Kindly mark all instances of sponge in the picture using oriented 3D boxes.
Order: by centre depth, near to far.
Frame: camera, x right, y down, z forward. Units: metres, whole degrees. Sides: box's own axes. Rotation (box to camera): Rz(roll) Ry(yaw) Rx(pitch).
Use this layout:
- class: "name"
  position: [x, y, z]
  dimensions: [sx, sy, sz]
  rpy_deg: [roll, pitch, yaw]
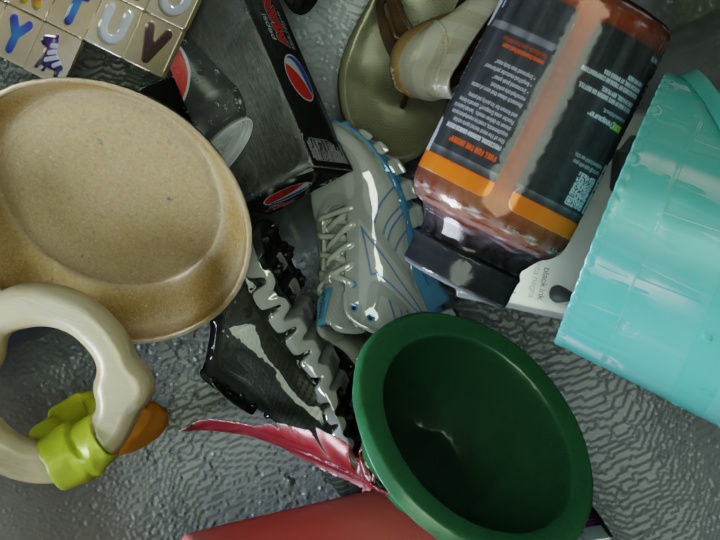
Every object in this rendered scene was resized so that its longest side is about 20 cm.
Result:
- class: "sponge"
  position: [-0.209, -0.037, 1.519]
  dimensions: [0.199, 0.030, 0.112]
  rpy_deg: [12, 117, 0]

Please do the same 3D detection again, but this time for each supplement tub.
- class: "supplement tub"
  position: [0.101, -0.080, 1.428]
  dimensions: [0.107, 0.107, 0.200]
  rpy_deg: [27, 93, -2]

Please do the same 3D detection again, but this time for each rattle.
- class: "rattle"
  position: [-0.217, 0.042, 1.498]
  dimensions: [0.200, 0.143, 0.130]
  rpy_deg: [32, 117, 7]

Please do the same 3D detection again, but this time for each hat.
- class: "hat"
  position: [0.025, 0.135, 1.469]
  dimensions: [0.165, 0.176, 0.200]
  rpy_deg: [-2, 58, -37]

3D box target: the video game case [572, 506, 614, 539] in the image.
- class: "video game case"
  position: [0.148, 0.253, 1.497]
  dimensions: [0.036, 0.181, 0.201]
  rpy_deg: [-8, 95, -2]

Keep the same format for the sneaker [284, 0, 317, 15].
- class: "sneaker"
  position: [0.028, -0.224, 1.497]
  dimensions: [0.200, 0.075, 0.079]
  rpy_deg: [-16, 77, 24]

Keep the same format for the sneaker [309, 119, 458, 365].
- class: "sneaker"
  position: [0.000, 0.000, 1.515]
  dimensions: [0.087, 0.075, 0.200]
  rpy_deg: [-26, 93, -39]

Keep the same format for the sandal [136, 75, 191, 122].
- class: "sandal"
  position: [-0.171, -0.068, 1.538]
  dimensions: [0.200, 0.045, 0.075]
  rpy_deg: [-24, 94, 1]

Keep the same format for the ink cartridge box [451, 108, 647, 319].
- class: "ink cartridge box"
  position: [0.171, -0.033, 1.525]
  dimensions: [0.199, 0.083, 0.147]
  rpy_deg: [12, 93, -2]

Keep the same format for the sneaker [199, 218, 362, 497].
- class: "sneaker"
  position: [-0.056, 0.069, 1.543]
  dimensions: [0.090, 0.066, 0.200]
  rpy_deg: [-22, 104, 18]

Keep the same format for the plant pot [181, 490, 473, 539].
- class: "plant pot"
  position: [0.001, 0.230, 1.497]
  dimensions: [0.177, 0.200, 0.201]
  rpy_deg: [-20, 94, -10]

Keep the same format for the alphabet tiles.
- class: "alphabet tiles"
  position: [-0.181, -0.205, 1.500]
  dimensions: [0.200, 0.008, 0.168]
  rpy_deg: [27, 94, 27]

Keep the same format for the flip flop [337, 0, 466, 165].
- class: "flip flop"
  position: [0.044, -0.167, 1.527]
  dimensions: [0.081, 0.058, 0.200]
  rpy_deg: [25, 93, -2]

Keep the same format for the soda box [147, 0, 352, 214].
- class: "soda box"
  position: [-0.082, -0.139, 1.495]
  dimensions: [0.071, 0.063, 0.200]
  rpy_deg: [-27, 79, 19]

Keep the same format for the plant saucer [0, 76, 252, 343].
- class: "plant saucer"
  position: [-0.160, -0.044, 1.459]
  dimensions: [0.200, 0.035, 0.201]
  rpy_deg: [8, 128, 10]

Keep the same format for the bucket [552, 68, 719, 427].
- class: "bucket"
  position: [0.209, -0.013, 1.389]
  dimensions: [0.134, 0.207, 0.208]
  rpy_deg: [23, 93, 5]

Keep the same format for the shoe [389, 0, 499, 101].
- class: "shoe"
  position: [0.109, -0.166, 1.501]
  dimensions: [0.200, 0.053, 0.070]
  rpy_deg: [-37, 118, -21]
